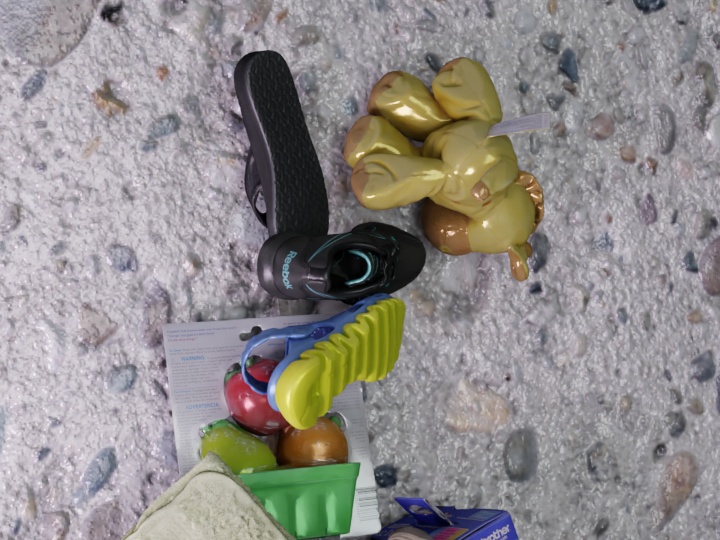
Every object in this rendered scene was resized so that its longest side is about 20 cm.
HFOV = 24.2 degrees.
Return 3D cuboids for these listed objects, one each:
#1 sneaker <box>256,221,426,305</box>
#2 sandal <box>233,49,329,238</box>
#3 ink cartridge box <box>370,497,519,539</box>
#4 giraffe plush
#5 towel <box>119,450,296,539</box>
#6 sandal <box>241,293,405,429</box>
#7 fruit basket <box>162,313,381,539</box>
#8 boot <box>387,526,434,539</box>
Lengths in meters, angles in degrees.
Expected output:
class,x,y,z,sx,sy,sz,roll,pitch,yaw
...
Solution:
class,x,y,z,sx,sy,sz,roll,pitch,yaw
sneaker,0.000,0.000,1.481,0.199,0.079,0.076,-8,101,-48
sandal,-0.075,-0.094,1.487,0.075,0.048,0.203,-21,103,-45
ink cartridge box,0.091,0.289,1.501,0.076,0.136,0.202,-22,97,-32
giraffe plush,0.099,-0.079,1.529,0.174,0.198,0.163,-65,146,-29
towel,-0.109,0.264,1.381,0.148,0.036,0.200,-45,107,-7
sandal,-0.031,0.065,1.442,0.199,0.086,0.080,-24,126,-53
fruit basket,-0.080,0.142,1.470,0.183,0.094,0.202,-4,73,-26
boot,0.039,0.334,1.389,0.150,0.073,0.202,-34,107,-45
